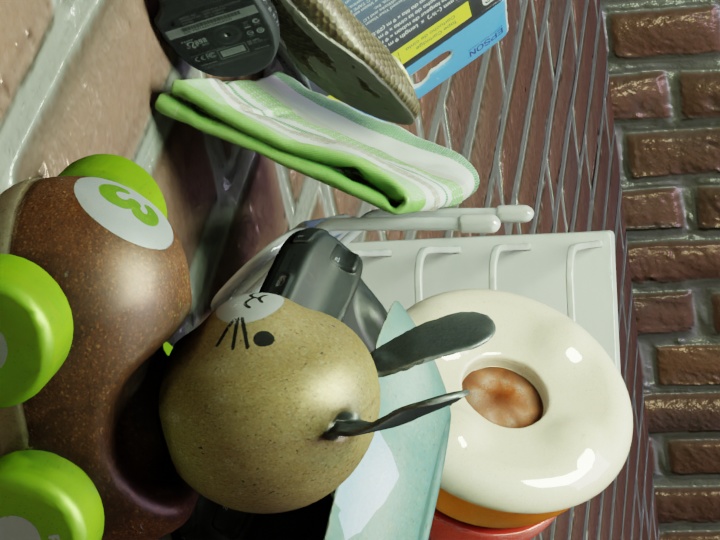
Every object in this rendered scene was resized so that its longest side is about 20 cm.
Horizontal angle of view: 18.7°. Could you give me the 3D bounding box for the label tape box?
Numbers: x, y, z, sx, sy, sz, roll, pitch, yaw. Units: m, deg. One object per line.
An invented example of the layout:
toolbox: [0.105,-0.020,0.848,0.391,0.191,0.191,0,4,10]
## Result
label tape box: [0.006,-0.179,1.299,0.066,0.143,0.200,50,-10,30]

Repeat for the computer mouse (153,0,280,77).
computer mouse: [-0.089,-0.164,1.087,0.200,0.058,0.034,62,17,-54]

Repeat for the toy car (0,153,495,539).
toy car: [-0.049,0.036,0.878,0.164,0.199,0.159,-60,145,-68]

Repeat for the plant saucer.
plant saucer: [0.012,0.116,1.006,0.201,0.038,0.202,12,90,-85]

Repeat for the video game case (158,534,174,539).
video game case: [-0.064,0.160,1.029,0.201,0.023,0.182,57,23,-17]

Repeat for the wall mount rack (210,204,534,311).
wall mount rack: [0.000,0.000,1.201,0.075,0.174,0.200,50,13,4]

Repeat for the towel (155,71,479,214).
towel: [-0.016,-0.073,1.187,0.200,0.148,0.031,-19,131,-77]

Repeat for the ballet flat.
ballet flat: [-0.029,-0.146,1.189,0.200,0.067,0.047,40,67,-36]

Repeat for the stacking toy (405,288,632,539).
stacking toy: [0.057,0.122,1.219,0.201,0.145,0.147,109,-6,-45]

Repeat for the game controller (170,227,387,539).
game controller: [-0.032,0.075,1.055,0.105,0.042,0.201,64,36,-38]

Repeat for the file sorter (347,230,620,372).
file sorter: [0.051,0.050,1.347,0.124,0.199,0.140,-7,94,-73]
